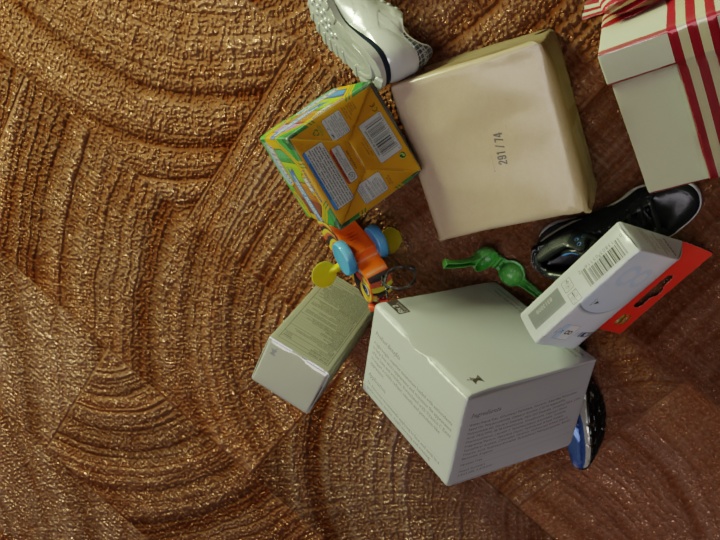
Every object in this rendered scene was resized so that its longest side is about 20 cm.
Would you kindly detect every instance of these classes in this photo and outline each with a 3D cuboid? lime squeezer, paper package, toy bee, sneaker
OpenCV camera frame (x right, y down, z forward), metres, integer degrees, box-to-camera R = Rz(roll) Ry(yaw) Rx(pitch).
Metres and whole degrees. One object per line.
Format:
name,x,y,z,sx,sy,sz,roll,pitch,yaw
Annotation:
lime squeezer,0.185,0.004,1.012,0.199,0.071,0.038,24,107,-23
paper package,0.158,-0.155,0.924,0.190,0.103,0.201,-11,109,27
toy bee,0.000,0.000,1.044,0.130,0.201,0.109,-11,134,-2
sneaker,0.268,0.171,1.053,0.089,0.078,0.201,-11,101,35
sneaker,0.002,-0.294,0.933,0.200,0.080,0.077,56,167,24
sneaker,0.295,-0.035,0.914,0.199,0.112,0.073,-23,104,30

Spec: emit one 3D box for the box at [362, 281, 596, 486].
box,0.138,0.127,0.965,0.199,0.199,0.131,44,134,47

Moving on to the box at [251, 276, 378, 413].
box,-0.057,0.092,1.074,0.095,0.200,0.078,32,122,6

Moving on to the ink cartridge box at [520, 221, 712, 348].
ink cartridge box,0.305,0.030,0.903,0.160,0.199,0.047,-50,46,32

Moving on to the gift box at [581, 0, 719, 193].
gift box,0.330,-0.216,0.779,0.184,0.200,0.187,-16,122,25

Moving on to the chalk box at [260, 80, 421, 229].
chalk box,-0.035,-0.143,0.971,0.124,0.200,0.125,-36,107,-10
